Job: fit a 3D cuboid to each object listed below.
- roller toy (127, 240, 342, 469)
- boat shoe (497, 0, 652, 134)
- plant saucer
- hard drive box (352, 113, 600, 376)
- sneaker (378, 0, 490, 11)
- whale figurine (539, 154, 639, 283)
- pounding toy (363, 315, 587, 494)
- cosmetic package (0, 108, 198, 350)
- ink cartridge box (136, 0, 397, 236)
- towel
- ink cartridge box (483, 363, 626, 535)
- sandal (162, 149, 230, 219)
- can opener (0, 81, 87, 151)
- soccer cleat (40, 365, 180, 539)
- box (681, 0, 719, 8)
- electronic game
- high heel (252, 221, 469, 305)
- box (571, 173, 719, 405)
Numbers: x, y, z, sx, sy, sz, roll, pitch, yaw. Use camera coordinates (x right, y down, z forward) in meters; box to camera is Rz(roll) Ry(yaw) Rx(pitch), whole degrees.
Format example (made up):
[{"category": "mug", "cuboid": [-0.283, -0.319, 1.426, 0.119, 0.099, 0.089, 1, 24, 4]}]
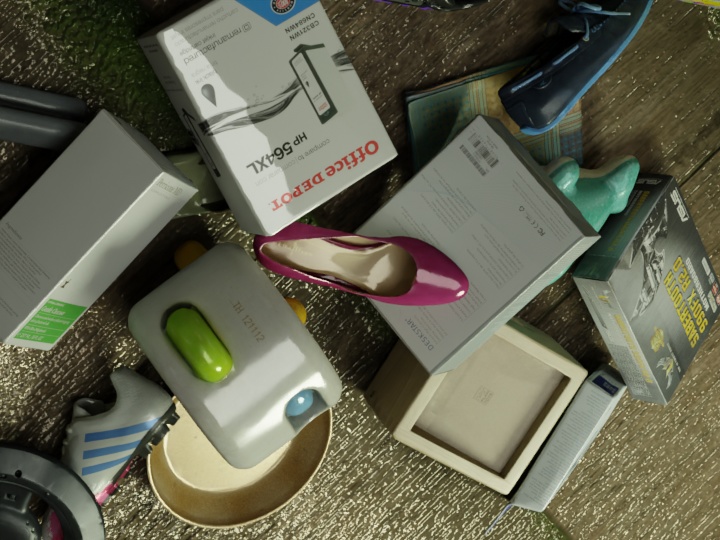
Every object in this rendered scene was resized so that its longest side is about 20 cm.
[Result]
[{"category": "roller toy", "cuboid": [-0.109, 0.072, 1.449, 0.140, 0.200, 0.183, -37, 115, -6]}, {"category": "boat shoe", "cuboid": [0.211, -0.222, 1.543, 0.069, 0.084, 0.200, 43, 70, -14]}, {"category": "plant saucer", "cuboid": [-0.125, 0.166, 1.604, 0.199, 0.035, 0.201, -12, 119, -22]}, {"category": "hard drive box", "cuboid": [0.100, -0.024, 1.518, 0.200, 0.156, 0.077, -42, 168, 16]}, {"category": "sneaker", "cuboid": [0.039, -0.270, 1.424, 0.199, 0.099, 0.070, -2, 114, -28]}, {"category": "whale figurine", "cuboid": [0.203, -0.048, 1.611, 0.199, 0.104, 0.159, -19, 148, -22]}, {"category": "pounding toy", "cuboid": [0.121, 0.132, 1.676, 0.200, 0.142, 0.185, 29, 99, -25]}, {"category": "cosmetic package", "cuboid": [-0.247, -0.033, 1.375, 0.200, 0.085, 0.108, -46, 168, 5]}, {"category": "ink cartridge box", "cuboid": [-0.079, -0.151, 1.393, 0.146, 0.084, 0.201, -33, 105, -15]}, {"category": "towel", "cuboid": [0.135, -0.136, 1.598, 0.199, 0.022, 0.147, -20, 124, -21]}, {"category": "ink cartridge box", "cuboid": [0.218, 0.200, 1.731, 0.200, 0.041, 0.200, -58, 169, 10]}, {"category": "sandal", "cuboid": [-0.120, -0.084, 1.463, 0.200, 0.057, 0.080, -23, 124, -16]}, {"category": "can opener", "cuboid": [-0.314, -0.142, 1.323, 0.199, 0.053, 0.066, 14, 144, -35]}, {"category": "soccer cleat", "cuboid": [-0.257, 0.175, 1.528, 0.086, 0.070, 0.200, 41, 107, 0]}, {"category": "box", "cuboid": [0.314, -0.355, 1.486, 0.199, 0.122, 0.194, 4, 95, -30]}, {"category": "electronic game", "cuboid": [-0.340, 0.247, 1.497, 0.199, 0.042, 0.201, -1, 117, -3]}, {"category": "high heel", "cuboid": [0.000, 0.000, 1.447, 0.199, 0.096, 0.068, 11, 102, 3]}, {"category": "box", "cuboid": [0.316, 0.020, 1.720, 0.159, 0.048, 0.200, -53, 131, -28]}]
